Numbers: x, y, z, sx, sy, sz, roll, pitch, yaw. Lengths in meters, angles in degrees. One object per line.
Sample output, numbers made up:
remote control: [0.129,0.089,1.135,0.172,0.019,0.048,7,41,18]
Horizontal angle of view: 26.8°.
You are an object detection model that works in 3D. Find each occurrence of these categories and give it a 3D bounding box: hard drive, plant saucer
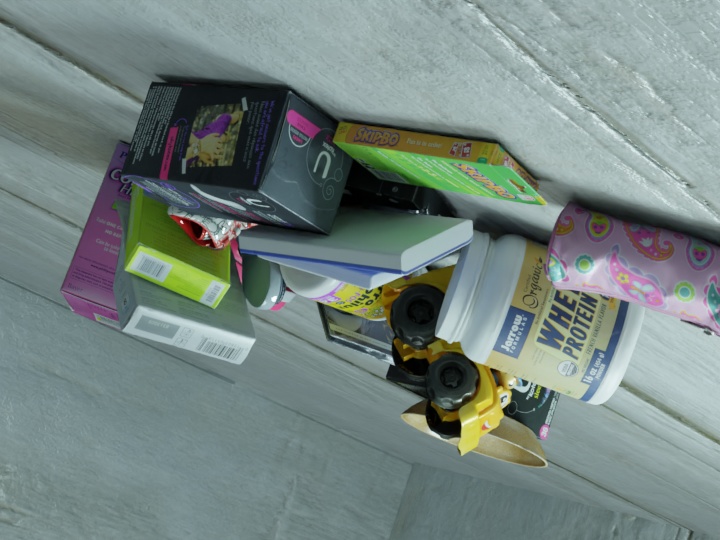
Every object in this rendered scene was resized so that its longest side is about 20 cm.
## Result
hard drive: [-0.007,-0.087,1.612,0.198,0.038,0.140,14,167,24]
plant saucer: [0.149,0.202,1.932,0.198,0.036,0.200,18,167,4]
hard drive: [-0.005,-0.034,1.516,0.198,0.026,0.131,8,-160,35]

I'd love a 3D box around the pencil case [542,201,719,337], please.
pencil case: [0.274,0.000,1.426,0.198,0.088,0.087,18,169,14]

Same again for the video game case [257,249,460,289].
video game case: [0.002,-0.025,1.618,0.142,0.018,0.199,16,-160,28]

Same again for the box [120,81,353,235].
box: [-0.121,-0.113,1.502,0.198,0.107,0.122,10,167,38]

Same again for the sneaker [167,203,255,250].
sneaker: [-0.138,-0.066,1.750,0.067,0.109,0.201,7,163,46]

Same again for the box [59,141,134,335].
box: [-0.296,-0.036,1.923,0.096,0.202,0.176,19,168,-2]

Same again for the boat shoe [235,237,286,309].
boat shoe: [-0.096,-0.017,1.846,0.090,0.071,0.201,18,-150,-24]

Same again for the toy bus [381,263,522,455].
toy bus: [0.140,0.083,1.743,0.190,0.201,0.136,-23,155,-10]

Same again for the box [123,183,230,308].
box: [-0.212,-0.053,1.779,0.121,0.048,0.201,24,-148,-21]

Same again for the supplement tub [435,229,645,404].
supplement tub: [0.192,0.046,1.624,0.198,0.146,0.144,19,169,-1]

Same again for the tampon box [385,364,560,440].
tampon box: [0.160,0.114,1.975,0.199,0.151,0.126,28,165,-39]

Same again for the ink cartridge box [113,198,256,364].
ink cartridge box: [-0.217,0.011,1.781,0.159,0.047,0.201,18,-148,-31]

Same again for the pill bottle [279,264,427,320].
pill bottle: [0.000,0.000,1.810,0.103,0.106,0.199,10,173,39]

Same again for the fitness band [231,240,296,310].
fitness band: [-0.164,-0.007,2.083,0.144,0.037,0.200,44,-173,22]

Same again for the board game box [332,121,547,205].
board game box: [0.078,-0.101,1.431,0.198,0.030,0.095,15,169,36]

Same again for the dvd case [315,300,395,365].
dvd case: [0.003,0.040,1.900,0.148,0.016,0.201,21,-149,-29]

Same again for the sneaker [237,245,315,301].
sneaker: [-0.064,-0.003,2.041,0.199,0.081,0.086,30,177,14]
